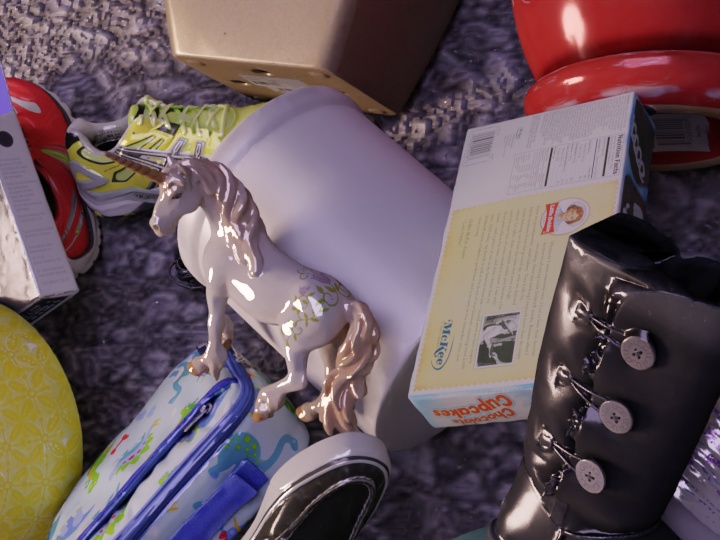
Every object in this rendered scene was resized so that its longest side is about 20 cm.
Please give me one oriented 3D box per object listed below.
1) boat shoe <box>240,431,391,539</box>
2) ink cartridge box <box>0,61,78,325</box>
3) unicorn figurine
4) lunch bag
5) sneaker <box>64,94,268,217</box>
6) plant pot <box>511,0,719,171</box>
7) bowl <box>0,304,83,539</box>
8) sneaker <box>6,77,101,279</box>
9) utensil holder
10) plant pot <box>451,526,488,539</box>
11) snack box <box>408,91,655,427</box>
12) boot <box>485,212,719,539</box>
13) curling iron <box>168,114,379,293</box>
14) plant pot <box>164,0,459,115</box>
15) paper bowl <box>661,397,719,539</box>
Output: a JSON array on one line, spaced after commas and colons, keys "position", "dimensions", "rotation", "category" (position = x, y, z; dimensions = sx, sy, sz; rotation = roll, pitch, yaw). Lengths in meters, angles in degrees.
[{"position": [-0.041, 0.185, 0.873], "dimensions": [0.200, 0.070, 0.064], "rotation": [-54, 33, 25], "category": "boat shoe"}, {"position": [-0.322, -0.032, 1.115], "dimensions": [0.198, 0.043, 0.201], "rotation": [-31, 73, 37], "category": "ink cartridge box"}, {"position": [-0.068, 0.013, 0.874], "dimensions": [0.199, 0.074, 0.138], "rotation": [23, 118, 12], "category": "unicorn figurine"}, {"position": [-0.128, 0.150, 0.967], "dimensions": [0.200, 0.082, 0.161], "rotation": [-48, 19, 1], "category": "lunch bag"}, {"position": [-0.141, -0.097, 1.094], "dimensions": [0.198, 0.077, 0.076], "rotation": [-14, 40, 15], "category": "sneaker"}, {"position": [0.192, -0.171, 0.925], "dimensions": [0.199, 0.200, 0.184], "rotation": [-1, 77, 22], "category": "plant pot"}, {"position": [-0.312, 0.128, 1.034], "dimensions": [0.199, 0.107, 0.202], "rotation": [7, 104, 31], "category": "bowl"}, {"position": [-0.268, -0.087, 1.149], "dimensions": [0.077, 0.085, 0.201], "rotation": [-31, 64, 8], "category": "sneaker"}, {"position": [0.000, 0.000, 0.961], "dimensions": [0.170, 0.170, 0.200], "rotation": [-48, 64, 1], "category": "utensil holder"}, {"position": [0.090, 0.241, 0.819], "dimensions": [0.199, 0.161, 0.202], "rotation": [7, 110, 19], "category": "plant pot"}, {"position": [0.102, -0.008, 0.816], "dimensions": [0.115, 0.037, 0.201], "rotation": [-9, 50, 32], "category": "snack box"}, {"position": [0.154, 0.092, 0.683], "dimensions": [0.164, 0.066, 0.201], "rotation": [25, 117, 20], "category": "boot"}, {"position": [-0.065, -0.052, 1.088], "dimensions": [0.200, 0.026, 0.050], "rotation": [-40, 83, 0], "category": "curling iron"}, {"position": [-0.037, -0.221, 1.051], "dimensions": [0.198, 0.200, 0.179], "rotation": [9, 87, 25], "category": "plant pot"}, {"position": [0.188, 0.122, 0.820], "dimensions": [0.200, 0.201, 0.105], "rotation": [41, 91, 29], "category": "paper bowl"}]
